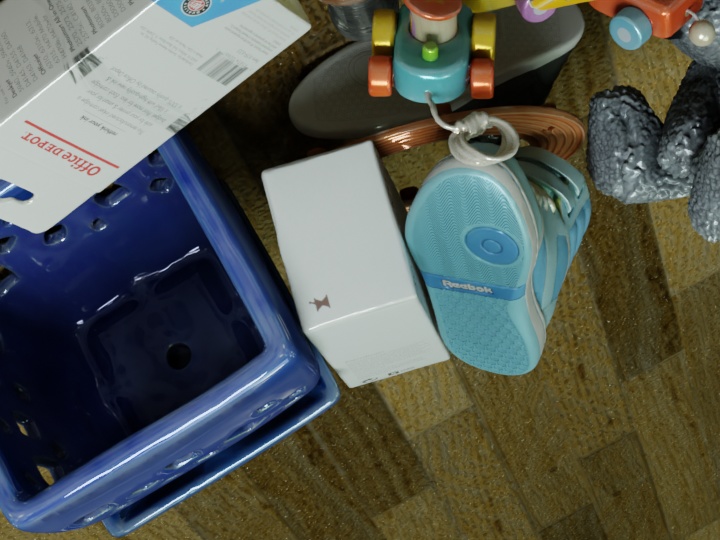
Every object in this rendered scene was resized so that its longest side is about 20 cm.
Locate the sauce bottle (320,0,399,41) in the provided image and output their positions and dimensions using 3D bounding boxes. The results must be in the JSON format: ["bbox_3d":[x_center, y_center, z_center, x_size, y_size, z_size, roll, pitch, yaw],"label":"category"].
[{"bbox_3d":[-0.014,-0.185,1.333,0.065,0.065,0.200,-29,157,1],"label":"sauce bottle"}]

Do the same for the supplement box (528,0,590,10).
[{"bbox_3d":[0.167,-0.217,1.193,0.200,0.110,0.109,-25,174,36],"label":"supplement box"}]

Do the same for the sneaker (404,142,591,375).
[{"bbox_3d":[0.085,-0.041,1.443,0.200,0.080,0.131,82,27,-56],"label":"sneaker"}]

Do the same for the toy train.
[{"bbox_3d":[0.096,-0.145,1.358,0.200,0.150,0.056,-37,144,-30],"label":"toy train"}]

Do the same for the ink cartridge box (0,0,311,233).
[{"bbox_3d":[-0.141,-0.114,1.332,0.200,0.067,0.116,-36,154,14],"label":"ink cartridge box"}]

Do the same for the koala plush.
[{"bbox_3d":[0.233,-0.146,1.468,0.184,0.177,0.200,-20,110,-20],"label":"koala plush"}]

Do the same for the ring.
[{"bbox_3d":[0.040,-0.067,1.515,0.200,0.019,0.200,-12,166,-3],"label":"ring"}]

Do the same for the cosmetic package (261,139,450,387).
[{"bbox_3d":[0.000,0.000,1.493,0.071,0.101,0.200,-17,167,4],"label":"cosmetic package"}]

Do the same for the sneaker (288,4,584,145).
[{"bbox_3d":[0.045,-0.102,1.533,0.200,0.071,0.099,-21,150,-21],"label":"sneaker"}]

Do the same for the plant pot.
[{"bbox_3d":[-0.135,0.039,1.479,0.200,0.200,0.180,-32,159,7],"label":"plant pot"}]
